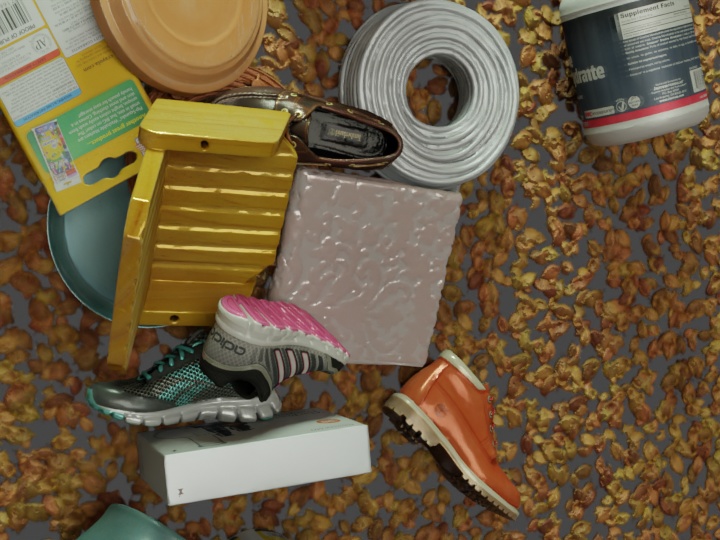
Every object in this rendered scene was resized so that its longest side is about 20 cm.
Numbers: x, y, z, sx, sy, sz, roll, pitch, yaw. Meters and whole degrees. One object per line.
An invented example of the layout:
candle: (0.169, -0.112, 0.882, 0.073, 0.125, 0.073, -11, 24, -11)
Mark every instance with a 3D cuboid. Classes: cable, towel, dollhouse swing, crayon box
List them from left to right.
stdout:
crayon box: (-0.272, -0.167, 1.086, 0.125, 0.052, 0.202, -28, 92, -8)
dollhouse swing: (-0.136, -0.019, 1.032, 0.179, 0.176, 0.202, 3, 122, -20)
towel: (0.000, 0.000, 1.204, 0.188, 0.032, 0.203, 6, 108, -22)
cable: (0.073, -0.185, 1.232, 0.199, 0.069, 0.201, 34, 80, -19)

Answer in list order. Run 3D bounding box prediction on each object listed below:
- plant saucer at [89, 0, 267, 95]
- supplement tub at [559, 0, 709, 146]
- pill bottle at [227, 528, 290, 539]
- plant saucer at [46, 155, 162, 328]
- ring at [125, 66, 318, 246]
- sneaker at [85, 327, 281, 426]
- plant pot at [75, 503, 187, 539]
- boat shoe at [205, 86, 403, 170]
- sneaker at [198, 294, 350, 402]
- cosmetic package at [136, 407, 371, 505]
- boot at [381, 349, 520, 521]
plant saucer: (-0.164, -0.268, 1.094, 0.199, 0.032, 0.204, 2, 87, -45)
supplement tub: (0.297, -0.248, 1.278, 0.139, 0.140, 0.203, -16, 97, -19)
pill bottle: (-0.078, 0.326, 1.124, 0.110, 0.200, 0.114, -1, 92, -20)
plant saucer: (-0.210, -0.045, 1.152, 0.197, 0.027, 0.203, -1, 93, -20)
ring: (-0.134, -0.107, 1.156, 0.198, 0.019, 0.204, -1, 93, -20)
sneaker: (-0.173, 0.102, 1.147, 0.198, 0.077, 0.093, -1, 95, -29)
plant pot: (-0.229, 0.332, 1.082, 0.200, 0.199, 0.189, 41, 63, -17)
boat shoe: (-0.055, -0.139, 1.130, 0.197, 0.070, 0.071, 5, 98, -12)
sneaker: (-0.086, 0.082, 1.119, 0.088, 0.074, 0.199, -56, 150, 9)
cosmetic package: (-0.107, 0.177, 1.134, 0.197, 0.150, 0.052, -6, 94, -21)
boot: (0.125, 0.181, 1.267, 0.107, 0.075, 0.200, -46, 106, -19)
